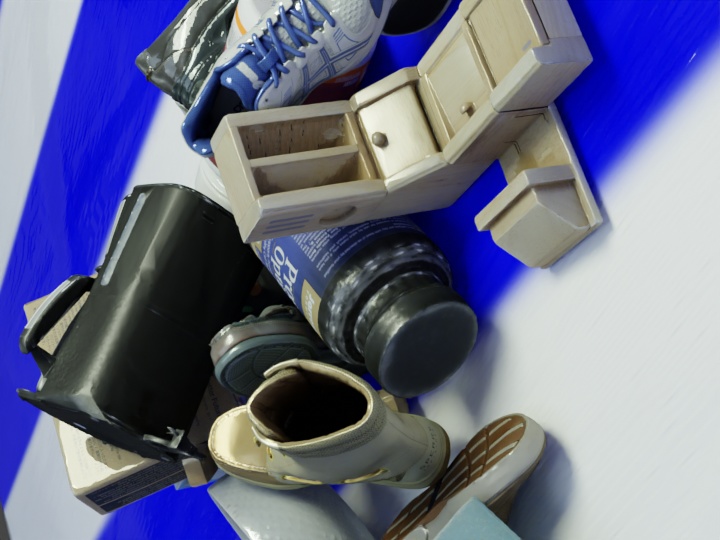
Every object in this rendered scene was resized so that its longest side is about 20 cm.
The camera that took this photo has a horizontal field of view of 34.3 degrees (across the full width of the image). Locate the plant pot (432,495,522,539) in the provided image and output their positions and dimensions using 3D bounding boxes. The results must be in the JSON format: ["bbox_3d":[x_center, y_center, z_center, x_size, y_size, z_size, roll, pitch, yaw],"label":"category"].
[{"bbox_3d":[0.081,0.313,0.746,0.199,0.195,0.198,33,137,20],"label":"plant pot"}]

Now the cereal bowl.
[{"bbox_3d":[-0.039,0.237,0.991,0.200,0.083,0.200,46,165,16],"label":"cereal bowl"}]

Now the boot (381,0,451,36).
[{"bbox_3d":[0.045,-0.273,0.795,0.200,0.072,0.146,-38,64,58],"label":"boot"}]

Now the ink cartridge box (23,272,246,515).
[{"bbox_3d":[-0.200,0.094,1.063,0.075,0.163,0.202,71,176,-61],"label":"ink cartridge box"}]

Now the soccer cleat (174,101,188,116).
[{"bbox_3d":[-0.126,-0.180,1.100,0.199,0.069,0.078,12,122,57],"label":"soccer cleat"}]

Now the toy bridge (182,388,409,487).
[{"bbox_3d":[-0.047,0.130,0.965,0.198,0.067,0.028,-19,99,15],"label":"toy bridge"}]

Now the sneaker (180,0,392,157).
[{"bbox_3d":[-0.052,-0.147,0.812,0.075,0.088,0.200,43,125,1],"label":"sneaker"}]

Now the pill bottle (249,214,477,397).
[{"bbox_3d":[0.000,0.000,0.885,0.200,0.111,0.113,49,135,42],"label":"pill bottle"}]

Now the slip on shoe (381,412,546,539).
[{"bbox_3d":[0.083,0.174,0.846,0.060,0.076,0.200,36,130,-3],"label":"slip on shoe"}]

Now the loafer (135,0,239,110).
[{"bbox_3d":[-0.117,-0.235,0.981,0.201,0.072,0.073,-60,-5,-6],"label":"loafer"}]

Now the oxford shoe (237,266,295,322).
[{"bbox_3d":[-0.096,0.040,1.106,0.084,0.072,0.203,126,129,-78],"label":"oxford shoe"}]

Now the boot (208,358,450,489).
[{"bbox_3d":[-0.051,0.113,0.843,0.198,0.155,0.074,2,71,26],"label":"boot"}]

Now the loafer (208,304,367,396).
[{"bbox_3d":[-0.061,0.058,0.922,0.072,0.199,0.063,-39,66,18],"label":"loafer"}]

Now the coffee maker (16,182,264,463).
[{"bbox_3d":[-0.156,0.044,0.947,0.190,0.135,0.202,14,71,26],"label":"coffee maker"}]

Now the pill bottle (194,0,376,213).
[{"bbox_3d":[-0.069,-0.132,0.963,0.115,0.113,0.201,59,141,32],"label":"pill bottle"}]

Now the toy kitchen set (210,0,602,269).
[{"bbox_3d":[0.035,-0.071,0.748,0.200,0.179,0.165,-47,59,56],"label":"toy kitchen set"}]

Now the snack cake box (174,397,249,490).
[{"bbox_3d":[-0.158,0.105,1.158,0.201,0.114,0.067,63,143,29],"label":"snack cake box"}]
